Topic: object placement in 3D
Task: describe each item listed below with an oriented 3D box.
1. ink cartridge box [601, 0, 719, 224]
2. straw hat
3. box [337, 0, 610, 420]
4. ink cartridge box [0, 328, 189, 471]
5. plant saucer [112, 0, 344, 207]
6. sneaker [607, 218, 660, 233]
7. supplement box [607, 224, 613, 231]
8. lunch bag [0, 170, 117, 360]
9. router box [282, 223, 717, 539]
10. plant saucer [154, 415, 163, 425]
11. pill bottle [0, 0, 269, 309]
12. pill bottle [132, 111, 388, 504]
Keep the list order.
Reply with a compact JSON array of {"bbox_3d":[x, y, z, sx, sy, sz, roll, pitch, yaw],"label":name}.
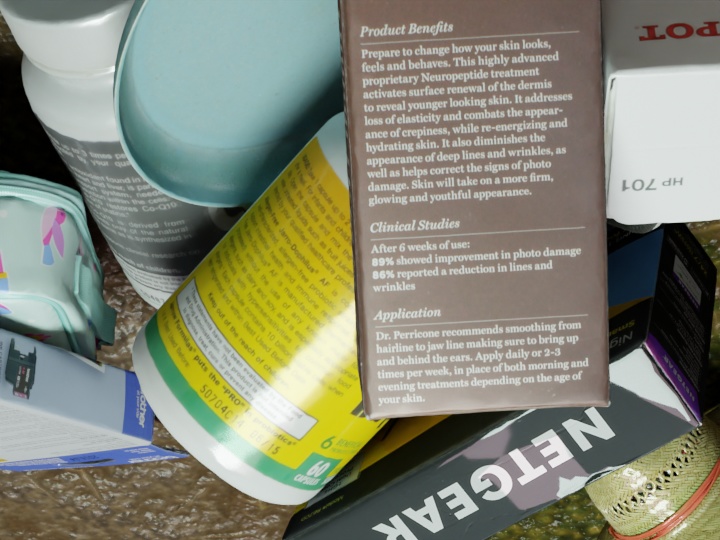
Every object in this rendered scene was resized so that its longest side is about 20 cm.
[{"bbox_3d":[0.161,-0.123,0.818,0.146,0.200,0.086,-3,137,0],"label":"ink cartridge box"},{"bbox_3d":[0.167,0.111,1.112,0.085,0.201,0.201,45,124,-13],"label":"straw hat"},{"bbox_3d":[0.042,-0.048,0.762,0.100,0.075,0.201,-3,103,-2],"label":"box"},{"bbox_3d":[-0.186,0.062,0.939,0.119,0.042,0.200,-10,158,31],"label":"ink cartridge box"},{"bbox_3d":[-0.022,-0.111,0.835,0.200,0.027,0.200,-27,148,-19],"label":"plant saucer"},{"bbox_3d":[0.134,-0.076,0.922,0.115,0.200,0.076,-27,111,-14],"label":"sneaker"},{"bbox_3d":[0.067,0.070,1.055,0.200,0.109,0.109,-38,170,26],"label":"supplement box"},{"bbox_3d":[-0.205,0.009,0.968,0.160,0.077,0.200,-1,164,-3],"label":"lunch bag"},{"bbox_3d":[0.069,0.061,0.906,0.200,0.149,0.051,-32,105,24],"label":"router box"},{"bbox_3d":[-0.023,0.035,1.029,0.200,0.032,0.200,-31,169,-7],"label":"plant saucer"},{"bbox_3d":[-0.093,-0.078,0.930,0.113,0.113,0.200,-11,138,11],"label":"pill bottle"},{"bbox_3d":[0.000,0.000,0.868,0.113,0.113,0.200,34,107,-32],"label":"pill bottle"}]
